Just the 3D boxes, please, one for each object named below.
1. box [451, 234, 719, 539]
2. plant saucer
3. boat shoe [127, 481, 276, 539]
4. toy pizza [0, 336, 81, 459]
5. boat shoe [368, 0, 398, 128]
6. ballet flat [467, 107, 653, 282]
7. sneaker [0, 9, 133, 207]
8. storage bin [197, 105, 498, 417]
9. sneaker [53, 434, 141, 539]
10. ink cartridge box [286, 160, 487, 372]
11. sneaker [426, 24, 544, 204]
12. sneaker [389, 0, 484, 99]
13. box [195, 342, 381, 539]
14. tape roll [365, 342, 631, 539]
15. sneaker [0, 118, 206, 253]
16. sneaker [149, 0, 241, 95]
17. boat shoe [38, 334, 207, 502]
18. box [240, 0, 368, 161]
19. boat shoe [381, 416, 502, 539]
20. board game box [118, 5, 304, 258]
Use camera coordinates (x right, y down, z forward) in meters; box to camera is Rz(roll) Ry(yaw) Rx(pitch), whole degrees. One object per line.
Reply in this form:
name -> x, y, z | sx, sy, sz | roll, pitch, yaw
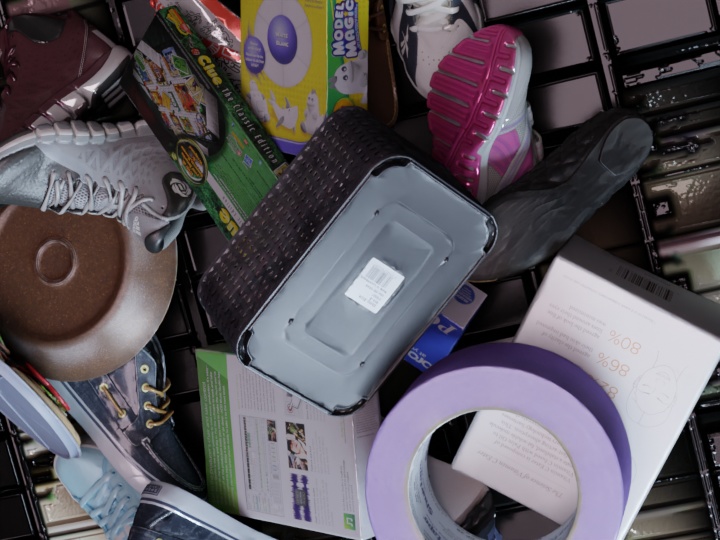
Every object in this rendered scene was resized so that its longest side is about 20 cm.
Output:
box -> 0.188, 0.097, 1.666 | 0.152, 0.106, 0.200 | 28, 106, 6
plant saucer -> -0.253, -0.006, 1.759 | 0.200, 0.037, 0.201 | -2, 84, 21
boat shoe -> -0.115, 0.261, 1.747 | 0.200, 0.071, 0.091 | 31, 72, -23
toy pizza -> -0.307, 0.085, 1.761 | 0.200, 0.200, 0.032 | 42, 74, 3
boat shoe -> -0.015, -0.202, 1.660 | 0.072, 0.068, 0.201 | -21, 97, -27
ballet flat -> 0.150, -0.056, 1.633 | 0.200, 0.057, 0.067 | -37, 101, -8
sneaker -> -0.292, -0.142, 1.740 | 0.200, 0.076, 0.116 | -42, 75, -11
storage bin -> -0.010, -0.006, 1.572 | 0.135, 0.094, 0.200 | 33, 101, -36
sneaker -> -0.193, 0.222, 1.801 | 0.200, 0.082, 0.074 | 39, 107, 4
ink cartridge box -> 0.000, 0.000, 1.701 | 0.200, 0.044, 0.094 | 34, 148, 5
sneaker -> 0.103, -0.105, 1.653 | 0.081, 0.088, 0.200 | 40, 127, 38
sneaker -> 0.050, -0.225, 1.620 | 0.079, 0.130, 0.200 | 6, 103, 14
box -> -0.059, 0.139, 1.720 | 0.200, 0.036, 0.145 | 4, 101, 46
tape roll -> 0.108, 0.162, 1.597 | 0.199, 0.085, 0.201 | 2, 102, 12
sneaker -> -0.208, -0.061, 1.678 | 0.116, 0.200, 0.075 | 60, 145, 26
sneaker -> -0.142, -0.186, 1.709 | 0.201, 0.067, 0.108 | 41, 106, 0
boat shoe -> -0.189, 0.117, 1.783 | 0.200, 0.071, 0.091 | 45, 107, 2
box -> -0.044, -0.192, 1.608 | 0.117, 0.048, 0.201 | 16, 108, 49
boat shoe -> 0.033, 0.185, 1.743 | 0.200, 0.093, 0.075 | 31, 66, 34
board game box -> -0.119, -0.105, 1.659 | 0.200, 0.023, 0.105 | 55, 140, 12
